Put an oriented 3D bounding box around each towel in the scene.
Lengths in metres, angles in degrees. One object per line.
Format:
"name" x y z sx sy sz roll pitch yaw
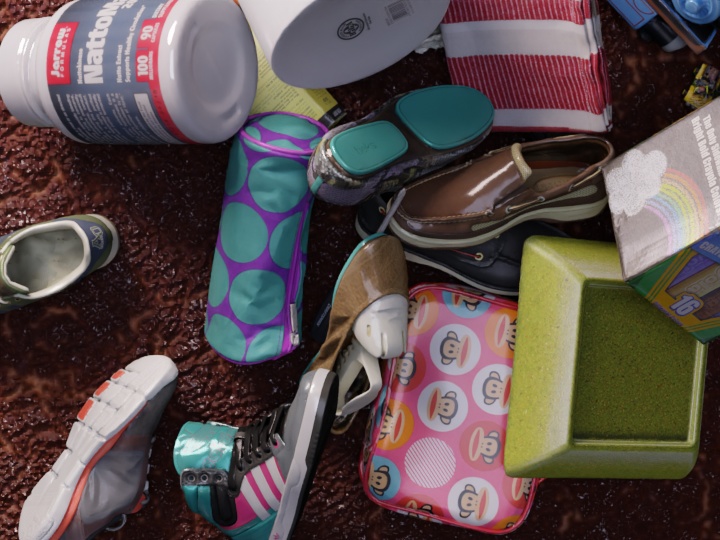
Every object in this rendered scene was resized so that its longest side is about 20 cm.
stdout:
"towel" 0.126 -0.202 1.345 0.143 0.023 0.202 4 123 31

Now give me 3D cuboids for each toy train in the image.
"toy train" 0.236 -0.267 1.394 0.200 0.114 0.087 44 54 -10

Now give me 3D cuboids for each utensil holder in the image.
"utensil holder" -0.038 -0.271 1.326 0.168 0.170 0.202 -23 69 -1

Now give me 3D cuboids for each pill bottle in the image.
"pill bottle" -0.194 -0.163 1.348 0.198 0.119 0.121 2 92 31

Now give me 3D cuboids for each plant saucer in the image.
"plant saucer" 0.222 0.078 1.394 0.198 0.048 0.203 4 92 -29

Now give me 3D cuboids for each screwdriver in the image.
"screwdriver" 0.000 0.000 1.371 0.028 0.200 0.029 9 54 -19

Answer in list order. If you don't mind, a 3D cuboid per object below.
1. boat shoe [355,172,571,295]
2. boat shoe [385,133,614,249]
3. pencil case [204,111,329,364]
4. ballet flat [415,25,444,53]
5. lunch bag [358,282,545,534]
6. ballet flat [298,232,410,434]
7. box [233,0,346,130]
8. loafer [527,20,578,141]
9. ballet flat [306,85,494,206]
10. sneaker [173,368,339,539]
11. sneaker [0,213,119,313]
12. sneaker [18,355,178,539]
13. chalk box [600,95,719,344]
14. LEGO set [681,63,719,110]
"boat shoe" 0.096 -0.034 1.412 0.199 0.063 0.074 17 54 -2
"boat shoe" 0.117 -0.075 1.357 0.200 0.075 0.075 -14 57 -20
"pencil case" -0.075 -0.026 1.377 0.092 0.085 0.202 22 116 27
"ballet flat" 0.032 -0.218 1.414 0.197 0.072 0.073 -13 92 -1
"lunch bag" 0.099 0.119 1.415 0.174 0.082 0.203 14 90 -3
"ballet flat" 0.002 0.062 1.369 0.067 0.073 0.201 -4 137 -34
"box" -0.106 -0.181 1.409 0.075 0.050 0.200 -42 93 20
"loafer" 0.165 -0.183 1.385 0.072 0.072 0.202 -27 121 -22
"ballet flat" 0.027 -0.099 1.341 0.199 0.072 0.073 -25 93 -43
"sneaker" -0.093 0.147 1.388 0.120 0.084 0.202 21 124 4
"sneaker" -0.302 0.002 1.396 0.198 0.090 0.068 -22 93 -1
"sneaker" -0.210 0.165 1.426 0.082 0.077 0.201 36 91 -29
"chalk box" 0.310 -0.056 1.305 0.199 0.126 0.123 -30 136 28
"LEGO set" 0.367 -0.107 1.399 0.199 0.116 0.154 37 90 -2
